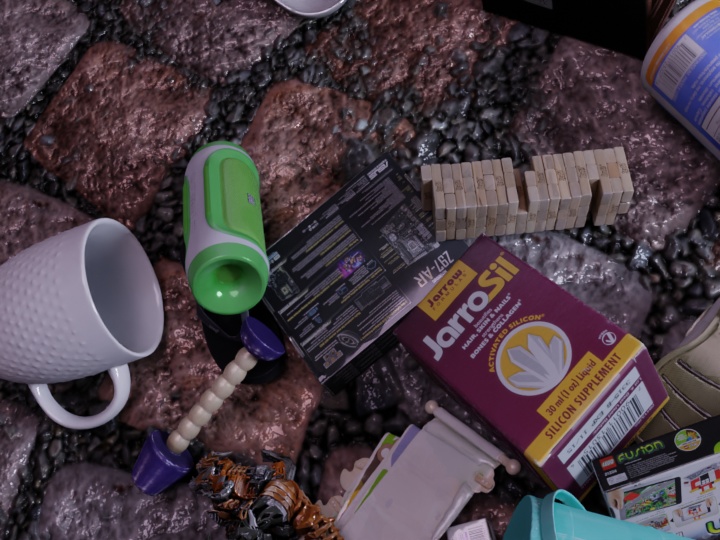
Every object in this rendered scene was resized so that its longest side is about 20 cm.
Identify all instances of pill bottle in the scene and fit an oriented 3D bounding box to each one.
[{"bbox_3d":[0.363,-0.152,0.854,0.111,0.112,0.201,-37,63,0],"label":"pill bottle"}]

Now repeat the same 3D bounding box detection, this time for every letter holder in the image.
[{"bbox_3d":[0.240,-0.337,0.979,0.197,0.101,0.144,25,76,25],"label":"letter holder"}]

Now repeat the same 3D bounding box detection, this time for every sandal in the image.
[{"bbox_3d":[-0.145,0.036,0.979,0.075,0.043,0.202,-34,62,2],"label":"sandal"}]

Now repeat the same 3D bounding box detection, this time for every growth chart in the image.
[{"bbox_3d":[0.035,0.210,0.842,0.200,0.018,0.144,-47,41,-4],"label":"growth chart"}]

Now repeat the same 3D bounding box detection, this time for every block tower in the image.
[{"bbox_3d":[0.157,-0.073,0.894,0.195,0.054,0.059,-4,58,1],"label":"block tower"}]

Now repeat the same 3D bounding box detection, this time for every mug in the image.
[{"bbox_3d":[-0.310,0.068,0.976,0.172,0.148,0.204,-18,94,15],"label":"mug"}]

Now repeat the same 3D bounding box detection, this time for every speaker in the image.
[{"bbox_3d":[-0.140,-0.049,0.956,0.087,0.089,0.202,-22,40,8],"label":"speaker"}]

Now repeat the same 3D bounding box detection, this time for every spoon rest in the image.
[{"bbox_3d":[-0.098,-0.350,1.114,0.196,0.061,0.101,7,71,21],"label":"spoon rest"}]

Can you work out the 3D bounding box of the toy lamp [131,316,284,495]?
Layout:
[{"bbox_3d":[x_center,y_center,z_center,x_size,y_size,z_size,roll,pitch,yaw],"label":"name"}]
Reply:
[{"bbox_3d":[-0.154,0.140,0.917,0.201,0.058,0.058,-49,62,10],"label":"toy lamp"}]

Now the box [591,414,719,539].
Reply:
[{"bbox_3d":[0.294,0.165,0.745,0.196,0.111,0.035,-21,37,8],"label":"box"}]

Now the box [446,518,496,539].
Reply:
[{"bbox_3d":[0.114,0.316,0.782,0.041,0.039,0.204,-18,64,11],"label":"box"}]

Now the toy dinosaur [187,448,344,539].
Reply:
[{"bbox_3d":[-0.091,0.232,0.852,0.198,0.103,0.137,-2,44,50],"label":"toy dinosaur"}]

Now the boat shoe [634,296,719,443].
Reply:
[{"bbox_3d":[0.312,0.076,0.801,0.075,0.068,0.201,44,106,23],"label":"boat shoe"}]

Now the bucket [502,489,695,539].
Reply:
[{"bbox_3d":[0.161,0.271,0.676,0.132,0.208,0.211,17,73,5],"label":"bucket"}]

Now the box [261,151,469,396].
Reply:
[{"bbox_3d":[0.000,0.000,0.947,0.199,0.044,0.161,-40,62,-1],"label":"box"}]

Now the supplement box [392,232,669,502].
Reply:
[{"bbox_3d":[0.145,0.082,0.807,0.131,0.103,0.199,-47,46,-4],"label":"supplement box"}]
